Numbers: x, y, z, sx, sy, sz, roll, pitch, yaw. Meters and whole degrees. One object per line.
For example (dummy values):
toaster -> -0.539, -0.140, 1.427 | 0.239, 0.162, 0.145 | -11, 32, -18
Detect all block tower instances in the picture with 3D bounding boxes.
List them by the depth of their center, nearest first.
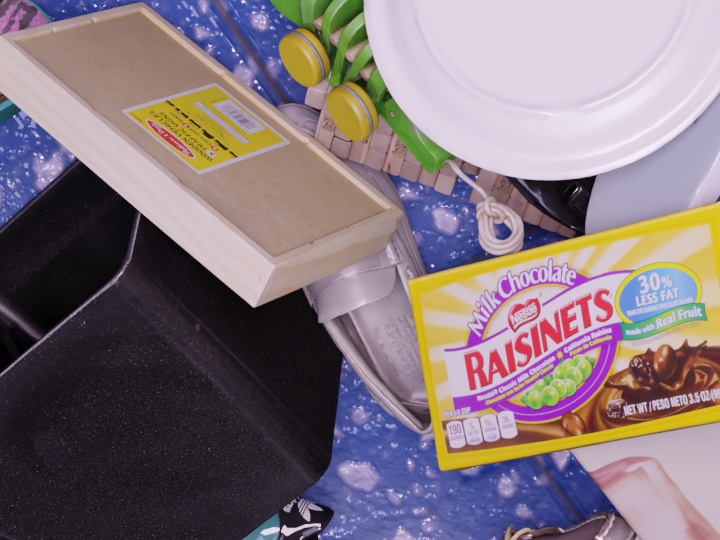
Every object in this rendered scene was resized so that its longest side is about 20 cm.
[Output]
block tower -> 0.070, -0.070, 1.314 | 0.199, 0.054, 0.058 | 21, 148, 1

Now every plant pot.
plant pot -> -0.117, 0.054, 1.356 | 0.177, 0.200, 0.200 | 40, 117, -21

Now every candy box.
candy box -> 0.111, 0.035, 1.212 | 0.199, 0.026, 0.103 | -15, 80, 41

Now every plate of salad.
plate of salad -> 0.099, -0.141, 1.217 | 0.199, 0.048, 0.202 | -3, 79, 15

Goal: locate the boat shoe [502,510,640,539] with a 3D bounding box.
boat shoe -> 0.089, 0.183, 1.408 | 0.060, 0.072, 0.200 | 45, 139, -2

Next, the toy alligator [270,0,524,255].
toy alligator -> 0.020, -0.094, 1.255 | 0.200, 0.059, 0.054 | 48, 156, 17

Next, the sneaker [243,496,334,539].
sneaker -> -0.044, 0.226, 1.477 | 0.079, 0.071, 0.201 | 1, 113, 16

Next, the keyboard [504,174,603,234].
keyboard -> 0.160, -0.100, 1.270 | 0.200, 0.040, 0.104 | -44, 99, -3

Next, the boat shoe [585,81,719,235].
boat shoe -> 0.197, -0.073, 1.224 | 0.091, 0.071, 0.201 | 18, 112, -39

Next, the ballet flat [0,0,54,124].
ballet flat -> -0.246, -0.087, 1.386 | 0.200, 0.069, 0.071 | -36, 85, 20

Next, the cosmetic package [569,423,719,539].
cosmetic package -> 0.179, 0.103, 1.321 | 0.087, 0.104, 0.200 | -33, 119, 11

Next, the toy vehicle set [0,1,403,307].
toy vehicle set -> -0.086, -0.065, 1.282 | 0.200, 0.124, 0.027 | 40, 121, 19

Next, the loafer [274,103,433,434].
loafer -> 0.000, 0.000, 1.363 | 0.070, 0.070, 0.201 | -27, 106, 22
